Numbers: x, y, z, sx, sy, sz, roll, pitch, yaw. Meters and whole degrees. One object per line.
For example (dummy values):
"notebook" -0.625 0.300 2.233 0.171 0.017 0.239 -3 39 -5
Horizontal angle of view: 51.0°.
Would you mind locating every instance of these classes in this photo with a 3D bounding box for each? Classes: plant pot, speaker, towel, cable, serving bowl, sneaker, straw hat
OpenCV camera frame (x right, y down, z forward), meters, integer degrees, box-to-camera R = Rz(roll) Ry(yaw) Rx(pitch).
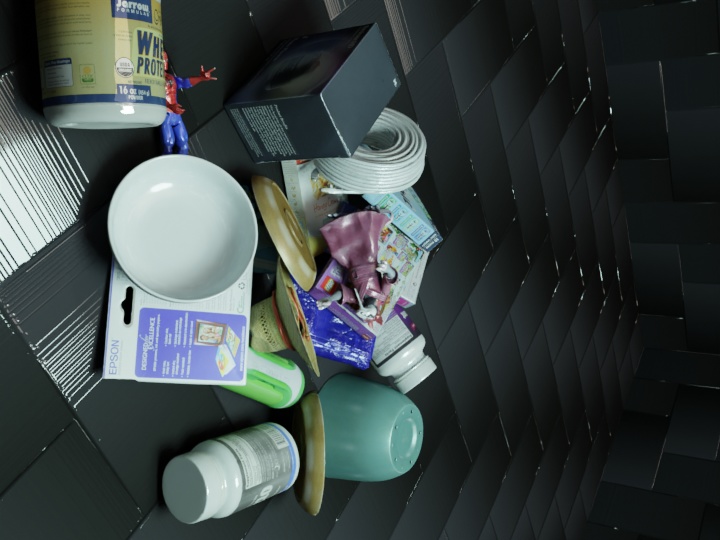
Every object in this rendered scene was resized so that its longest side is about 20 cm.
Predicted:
"plant pot" -0.116 -0.064 1.200 0.200 0.027 0.202 -25 91 -85
"speaker" -0.172 0.157 1.188 0.200 0.088 0.089 37 62 -52
"towel" -0.055 0.076 1.306 0.198 0.049 0.149 20 74 -21
"plant pot" 0.022 0.304 1.427 0.200 0.159 0.204 -5 96 -56
"plant pot" -0.091 0.303 1.258 0.027 0.200 0.203 2 91 -13
"cable" 0.013 -0.209 1.281 0.201 0.197 0.070 -95 -169 -45
"serving bowl" -0.241 -0.050 1.013 0.198 0.066 0.203 7 74 -25
"sneaker" -0.162 -0.062 1.193 0.199 0.079 0.132 8 87 -57
"straw hat" -0.129 0.081 1.128 0.201 0.084 0.203 162 -90 -89

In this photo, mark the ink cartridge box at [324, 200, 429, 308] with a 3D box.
"ink cartridge box" 0.027 -0.029 1.387 0.199 0.042 0.120 30 59 -19

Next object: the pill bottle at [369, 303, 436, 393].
"pill bottle" 0.052 0.126 1.420 0.201 0.111 0.111 53 39 5

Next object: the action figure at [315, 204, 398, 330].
"action figure" 0.000 0.000 1.253 0.149 0.132 0.203 -9 86 -72

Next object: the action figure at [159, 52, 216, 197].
"action figure" -0.244 -0.205 1.044 0.065 0.098 0.203 -29 114 -52

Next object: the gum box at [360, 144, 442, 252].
"gum box" 0.055 -0.144 1.405 0.199 0.044 0.171 36 20 -39

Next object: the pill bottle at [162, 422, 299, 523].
"pill bottle" -0.194 0.305 1.142 0.199 0.113 0.115 -4 96 -56

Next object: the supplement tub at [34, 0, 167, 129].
"supplement tub" -0.308 -0.274 0.896 0.144 0.143 0.203 -13 103 -55

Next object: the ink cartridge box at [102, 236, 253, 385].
"ink cartridge box" -0.252 0.056 1.050 0.198 0.043 0.201 7 80 -25

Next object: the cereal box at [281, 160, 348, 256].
"cereal box" -0.076 -0.139 1.350 0.144 0.039 0.203 -32 119 -53

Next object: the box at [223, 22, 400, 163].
"box" -0.073 -0.282 1.202 0.201 0.196 0.124 -60 138 -35

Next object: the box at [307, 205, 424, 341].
"box" 0.014 0.002 1.321 0.136 0.039 0.201 39 58 -11
